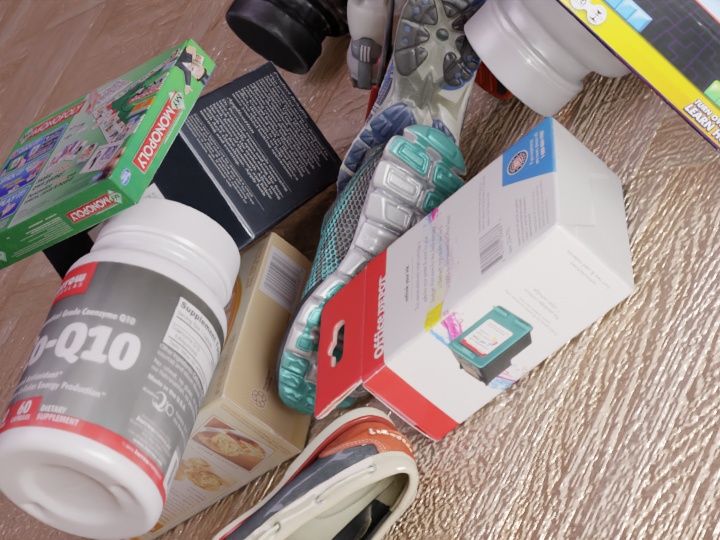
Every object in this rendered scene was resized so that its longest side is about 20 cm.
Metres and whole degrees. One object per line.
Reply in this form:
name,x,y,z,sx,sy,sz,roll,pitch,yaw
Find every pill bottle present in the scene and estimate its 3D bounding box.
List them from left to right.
pill bottle,-0.152,0.059,1.367,0.114,0.114,0.201,-26,36,46
pill bottle,-0.026,-0.270,1.811,0.201,0.112,0.112,-57,23,-11
pill bottle,0.163,-0.193,1.337,0.200,0.111,0.111,-44,24,18

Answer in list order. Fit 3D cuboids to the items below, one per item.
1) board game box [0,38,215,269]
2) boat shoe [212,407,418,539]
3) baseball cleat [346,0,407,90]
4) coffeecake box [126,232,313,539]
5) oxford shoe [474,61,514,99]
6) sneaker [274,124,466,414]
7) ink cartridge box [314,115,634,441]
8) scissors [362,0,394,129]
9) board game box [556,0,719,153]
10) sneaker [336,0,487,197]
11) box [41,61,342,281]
board game box,-0.194,-0.073,1.469,0.199,0.029,0.135,-21,33,45
boat shoe,-0.039,0.169,1.239,0.200,0.071,0.063,-49,32,10
baseball cleat,0.029,-0.197,1.653,0.200,0.069,0.107,-47,-30,-56
coffeecake box,-0.114,0.088,1.493,0.200,0.073,0.154,-34,29,38
oxford shoe,0.096,-0.196,1.525,0.201,0.072,0.071,-110,15,-44
sneaker,0.000,0.000,1.397,0.201,0.077,0.091,-61,20,-5
ink cartridge box,0.064,0.016,1.269,0.200,0.067,0.117,-39,26,27
scissors,0.017,-0.140,1.507,0.073,0.014,0.201,-52,-23,-52
board game box,0.199,-0.160,1.103,0.165,0.200,0.057,-48,21,9
sneaker,0.043,-0.112,1.464,0.085,0.077,0.201,-71,3,-66
box,-0.122,-0.054,1.572,0.148,0.107,0.200,-34,2,25
